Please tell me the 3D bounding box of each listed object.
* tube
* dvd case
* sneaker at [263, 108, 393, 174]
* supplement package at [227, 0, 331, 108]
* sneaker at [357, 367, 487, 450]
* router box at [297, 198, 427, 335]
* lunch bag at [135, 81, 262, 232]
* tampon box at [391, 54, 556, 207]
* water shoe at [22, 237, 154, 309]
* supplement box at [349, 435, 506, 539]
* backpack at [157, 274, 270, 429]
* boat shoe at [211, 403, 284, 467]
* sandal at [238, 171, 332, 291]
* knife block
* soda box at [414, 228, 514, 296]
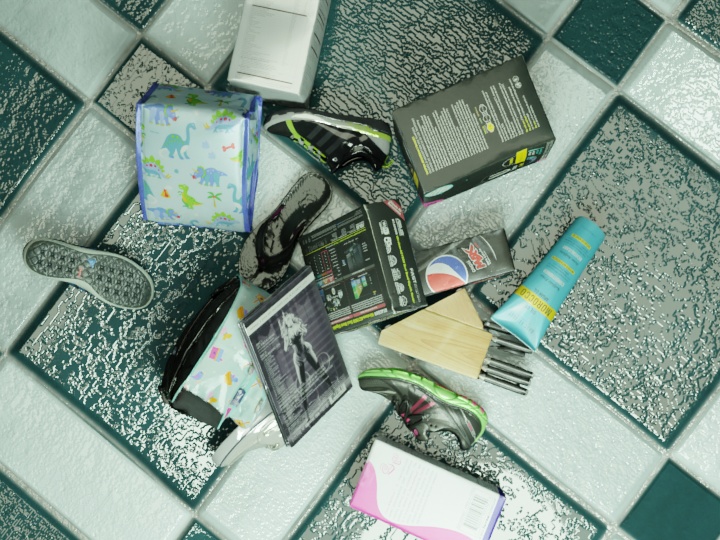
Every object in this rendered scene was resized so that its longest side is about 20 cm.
[{"bbox_3d":[0.272,0.014,1.705,0.077,0.050,0.201,35,76,11],"label":"tube"},{"bbox_3d":[-0.087,0.118,1.653,0.016,0.148,0.203,4,123,40],"label":"dvd case"},{"bbox_3d":[-0.048,-0.185,1.751,0.196,0.072,0.084,7,87,4],"label":"sneaker"},{"bbox_3d":[-0.112,-0.352,1.748,0.112,0.110,0.204,13,87,5],"label":"supplement package"},{"bbox_3d":[0.083,0.196,1.713,0.197,0.077,0.085,24,84,6],"label":"sneaker"},{"bbox_3d":[0.000,0.000,1.673,0.061,0.199,0.153,-11,84,-33],"label":"router box"},{"bbox_3d":[-0.233,-0.156,1.737,0.167,0.128,0.203,7,115,4],"label":"lunch bag"},{"bbox_3d":[0.157,-0.191,1.699,0.197,0.150,0.128,-22,84,2],"label":"tampon box"},{"bbox_3d":[-0.397,-0.005,1.763,0.198,0.079,0.072,24,91,-21],"label":"water shoe"},{"bbox_3d":[0.094,0.319,1.690,0.197,0.103,0.103,24,88,4],"label":"supplement box"},{"bbox_3d":[-0.179,0.115,1.689,0.151,0.176,0.203,25,87,-12],"label":"backpack"},{"bbox_3d":[-0.124,0.225,1.730,0.199,0.072,0.066,-39,82,-7],"label":"boat shoe"},{"bbox_3d":[-0.116,-0.059,1.758,0.075,0.048,0.202,33,88,5],"label":"sandal"},{"bbox_3d":[0.144,0.125,1.720,0.198,0.064,0.178,-26,84,1],"label":"knife block"},{"bbox_3d":[0.119,-0.002,1.727,0.197,0.071,0.064,-16,85,3],"label":"soda box"}]
